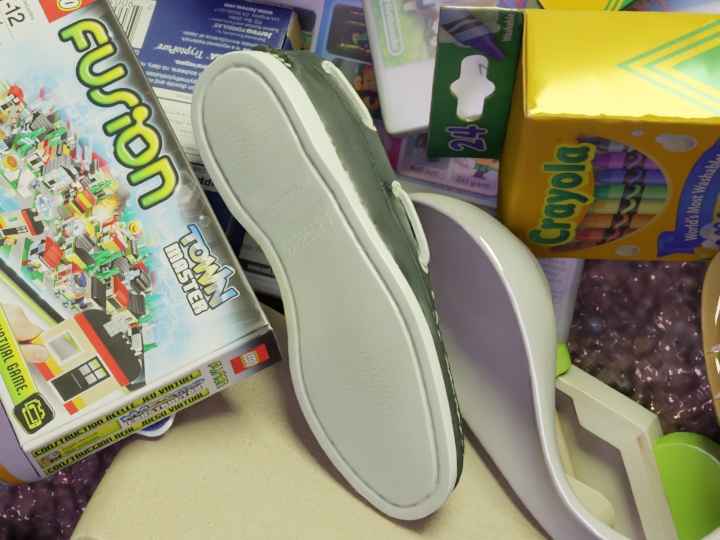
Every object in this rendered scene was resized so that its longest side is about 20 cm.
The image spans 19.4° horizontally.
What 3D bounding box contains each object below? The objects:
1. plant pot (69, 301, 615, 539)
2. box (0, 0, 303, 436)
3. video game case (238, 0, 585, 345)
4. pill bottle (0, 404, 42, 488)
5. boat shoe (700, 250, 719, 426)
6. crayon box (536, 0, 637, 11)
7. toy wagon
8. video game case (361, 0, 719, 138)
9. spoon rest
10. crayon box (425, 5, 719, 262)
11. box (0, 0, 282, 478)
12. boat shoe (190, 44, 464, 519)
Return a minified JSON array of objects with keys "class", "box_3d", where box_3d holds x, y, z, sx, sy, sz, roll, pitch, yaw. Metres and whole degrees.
[{"class":"plant pot","box_3d":[-0.040,0.163,0.884,0.199,0.177,0.201,28,115,16]},{"class":"box","box_3d":[-0.108,-0.029,0.897,0.120,0.032,0.202,11,67,11]},{"class":"video game case","box_3d":[0.014,-0.068,0.945,0.198,0.024,0.184,14,102,9]},{"class":"pill bottle","box_3d":[-0.191,0.047,0.958,0.198,0.113,0.114,-11,98,13]},{"class":"boat shoe","box_3d":[0.192,0.083,0.864,0.072,0.072,0.202,-24,78,2]},{"class":"crayon box","box_3d":[0.071,-0.205,0.819,0.118,0.058,0.200,-35,111,8]},{"class":"toy wagon","box_3d":[0.088,0.111,0.936,0.198,0.040,0.157,-15,98,23]},{"class":"video game case","box_3d":[0.081,-0.172,0.895,0.180,0.022,0.202,-10,89,9]},{"class":"spoon rest","box_3d":[0.072,0.051,0.862,0.060,0.100,0.200,-35,77,-29]},{"class":"crayon box","box_3d":[0.127,-0.051,0.854,0.198,0.126,0.052,2,65,0]},{"class":"box","box_3d":[-0.122,-0.028,0.863,0.109,0.035,0.201,-26,66,-6]},{"class":"boat shoe","box_3d":[0.000,0.000,0.854,0.075,0.060,0.202,-22,86,36]}]
